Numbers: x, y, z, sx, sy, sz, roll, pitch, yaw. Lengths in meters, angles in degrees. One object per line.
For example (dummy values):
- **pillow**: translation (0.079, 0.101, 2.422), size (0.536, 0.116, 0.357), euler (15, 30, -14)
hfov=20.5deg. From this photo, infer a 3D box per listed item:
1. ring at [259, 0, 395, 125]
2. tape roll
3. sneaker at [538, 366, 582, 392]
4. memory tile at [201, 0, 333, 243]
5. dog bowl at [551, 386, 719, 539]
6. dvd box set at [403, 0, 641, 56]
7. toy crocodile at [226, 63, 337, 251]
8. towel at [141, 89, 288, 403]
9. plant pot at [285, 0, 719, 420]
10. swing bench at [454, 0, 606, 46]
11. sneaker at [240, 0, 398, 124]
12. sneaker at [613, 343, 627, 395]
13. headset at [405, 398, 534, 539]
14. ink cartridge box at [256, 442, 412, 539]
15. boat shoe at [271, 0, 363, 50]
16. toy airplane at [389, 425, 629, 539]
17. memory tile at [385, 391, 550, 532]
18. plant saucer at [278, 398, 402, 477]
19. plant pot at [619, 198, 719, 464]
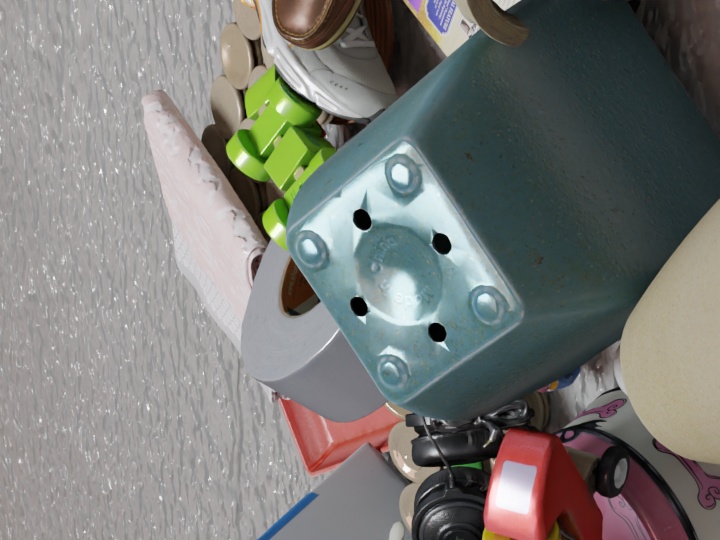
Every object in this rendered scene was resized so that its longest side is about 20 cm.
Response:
- **ring**: translation (-0.031, -0.205, 1.459), size (0.200, 0.019, 0.201), euler (34, 134, 45)
- **tape roll**: translation (0.000, 0.000, 1.360), size (0.200, 0.066, 0.201), euler (-44, 28, 31)
- **sneaker**: translation (0.095, 0.052, 1.326), size (0.090, 0.075, 0.200), euler (51, 140, 1)
- **memory tile**: translation (-0.071, -0.111, 1.509), size (0.154, 0.017, 0.201), euler (55, 145, 34)
- **dog bowl**: translation (0.175, 0.181, 1.287), size (0.200, 0.073, 0.201), euler (37, 137, 45)
- **dvd box set**: translation (0.088, -0.184, 1.259), size (0.200, 0.029, 0.147), euler (54, 146, 28)
- **toy crocodile**: translation (-0.035, -0.067, 1.336), size (0.068, 0.062, 0.200), euler (-50, 44, 24)
- **towel**: translation (-0.111, -0.016, 1.567), size (0.200, 0.032, 0.192), euler (53, 161, 38)
- **plant pot**: translation (0.074, -0.025, 1.131), size (0.196, 0.200, 0.196), euler (-38, 85, 40)
- **swing bench**: translation (0.069, -0.233, 1.093), size (0.199, 0.199, 0.130), euler (49, 144, 32)
- **sneaker**: translation (-0.026, -0.188, 1.363), size (0.092, 0.076, 0.200), euler (-47, 65, 26)
- **sneaker**: translation (0.203, 0.060, 1.166), size (0.200, 0.080, 0.077), euler (-3, 106, 61)
- **headset**: translation (0.078, 0.135, 1.329), size (0.200, 0.093, 0.124), euler (70, -165, -59)
- **ink cartridge box**: translation (-0.024, 0.264, 1.559), size (0.145, 0.147, 0.200), euler (45, 144, 8)
- **boat shoe**: translation (-0.023, -0.243, 1.294), size (0.072, 0.067, 0.201), euler (21, 101, 23)
- **toy airplane**: translation (0.106, 0.210, 1.202), size (0.199, 0.141, 0.200), euler (48, 134, 1)
- **memory tile**: translation (0.077, 0.112, 1.431), size (0.153, 0.017, 0.201), euler (4, 111, 40)
- **plant saucer**: translation (-0.022, 0.051, 1.576), size (0.199, 0.037, 0.201), euler (-28, 82, 60)
- **plant pot**: translation (0.223, 0.023, 0.973), size (0.200, 0.187, 0.188), euler (-31, 80, 51)
